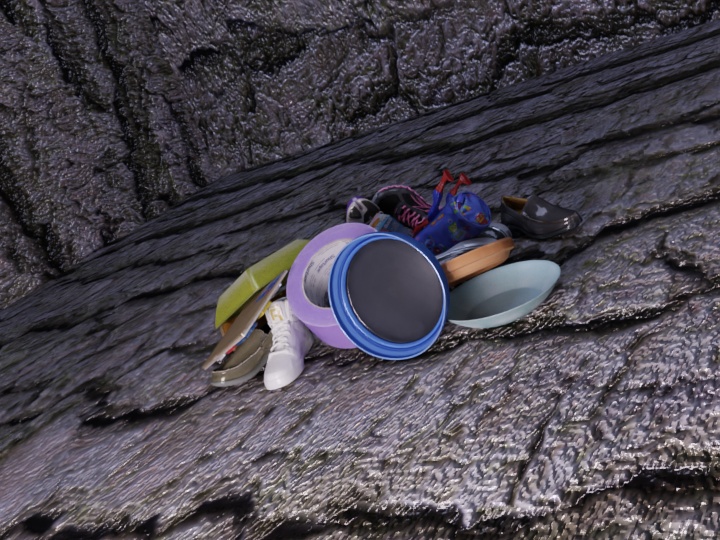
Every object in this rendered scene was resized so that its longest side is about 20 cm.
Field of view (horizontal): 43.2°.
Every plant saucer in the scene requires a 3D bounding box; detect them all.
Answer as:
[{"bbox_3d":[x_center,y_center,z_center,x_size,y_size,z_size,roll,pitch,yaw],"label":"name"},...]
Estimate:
[{"bbox_3d":[0.156,0.002,1.459,0.199,0.033,0.200,-24,-7,-3],"label":"plant saucer"},{"bbox_3d":[0.220,0.045,1.412,0.199,0.039,0.201,-21,17,7],"label":"plant saucer"},{"bbox_3d":[-0.184,0.015,1.748,0.200,0.048,0.200,-35,-3,-40],"label":"plant saucer"}]

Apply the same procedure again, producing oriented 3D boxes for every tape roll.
[{"bbox_3d":[-0.022,0.025,1.548,0.198,0.085,0.202,-16,52,22],"label":"tape roll"}]

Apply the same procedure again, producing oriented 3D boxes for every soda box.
[{"bbox_3d":[0.011,-0.006,1.664,0.201,0.063,0.068,-57,21,-5],"label":"soda box"}]

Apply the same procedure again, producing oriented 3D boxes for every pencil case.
[{"bbox_3d":[0.148,-0.061,1.648,0.200,0.087,0.078,-44,17,40],"label":"pencil case"}]

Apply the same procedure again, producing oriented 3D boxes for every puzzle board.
[{"bbox_3d":[-0.199,0.089,1.577,0.200,0.017,0.151,-37,17,54],"label":"puzzle board"}]

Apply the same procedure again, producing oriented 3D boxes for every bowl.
[{"bbox_3d":[0.045,0.036,1.390,0.199,0.202,0.039,-13,10,31],"label":"bowl"}]

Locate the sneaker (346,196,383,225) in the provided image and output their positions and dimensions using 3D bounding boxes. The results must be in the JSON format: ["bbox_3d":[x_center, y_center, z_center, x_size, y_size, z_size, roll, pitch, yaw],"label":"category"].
[{"bbox_3d":[0.005,-0.098,1.822,0.080,0.084,0.200,-36,-25,-1],"label":"sneaker"}]

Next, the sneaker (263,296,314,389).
[{"bbox_3d":[-0.140,0.114,1.552,0.073,0.116,0.200,-17,18,13],"label":"sneaker"}]

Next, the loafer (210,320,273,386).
[{"bbox_3d":[-0.198,0.140,1.630,0.075,0.070,0.200,-7,22,44],"label":"loafer"}]

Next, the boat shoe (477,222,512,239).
[{"bbox_3d":[0.198,-0.058,1.731,0.056,0.069,0.199,-34,21,-34],"label":"boat shoe"}]

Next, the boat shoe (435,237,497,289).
[{"bbox_3d":[0.160,0.006,1.597,0.198,0.072,0.071,-19,39,9],"label":"boat shoe"}]

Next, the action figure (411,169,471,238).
[{"bbox_3d":[0.141,-0.093,1.720,0.065,0.201,0.052,4,40,-31],"label":"action figure"}]

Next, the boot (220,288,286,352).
[{"bbox_3d":[-0.190,0.092,1.751,0.143,0.071,0.201,-33,7,2],"label":"boot"}]

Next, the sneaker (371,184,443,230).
[{"bbox_3d":[0.118,-0.108,1.846,0.079,0.198,0.096,-62,21,21],"label":"sneaker"}]

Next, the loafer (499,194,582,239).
[{"bbox_3d":[0.326,-0.103,1.685,0.072,0.073,0.199,-30,18,-29],"label":"loafer"}]
